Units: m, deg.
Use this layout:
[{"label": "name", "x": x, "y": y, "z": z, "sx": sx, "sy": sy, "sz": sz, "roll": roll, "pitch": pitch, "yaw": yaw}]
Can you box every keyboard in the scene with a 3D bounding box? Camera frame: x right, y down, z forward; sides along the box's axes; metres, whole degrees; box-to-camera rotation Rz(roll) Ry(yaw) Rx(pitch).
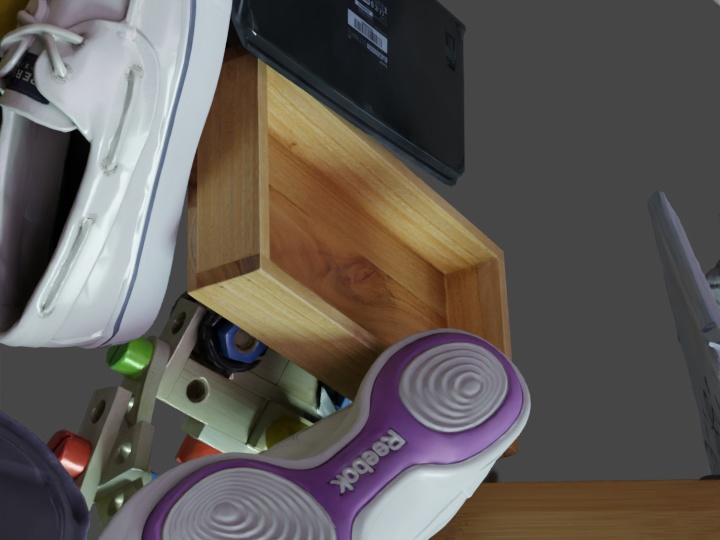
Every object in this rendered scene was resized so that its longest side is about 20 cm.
[{"label": "keyboard", "x": -0.004, "y": -0.117, "z": 0.823, "sx": 0.200, "sy": 0.021, "sz": 0.128, "roll": 30, "pitch": 57, "yaw": -61}]

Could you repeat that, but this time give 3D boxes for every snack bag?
[{"label": "snack bag", "x": 0.170, "y": 0.079, "z": 0.930, "sx": 0.021, "sy": 0.189, "sz": 0.201, "roll": -15, "pitch": 114, "yaw": 5}]

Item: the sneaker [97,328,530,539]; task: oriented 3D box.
[{"label": "sneaker", "x": -0.020, "y": 0.100, "z": 0.760, "sx": 0.200, "sy": 0.075, "sz": 0.100, "roll": -27, "pitch": 155, "yaw": -33}]

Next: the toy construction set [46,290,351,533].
[{"label": "toy construction set", "x": -0.050, "y": 0.086, "z": 0.856, "sx": 0.200, "sy": 0.092, "sz": 0.132, "roll": 32, "pitch": 83, "yaw": -42}]

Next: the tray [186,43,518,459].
[{"label": "tray", "x": 0.000, "y": 0.000, "z": 0.831, "sx": 0.200, "sy": 0.037, "sz": 0.099, "roll": 38, "pitch": 42, "yaw": -50}]

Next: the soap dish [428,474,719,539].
[{"label": "soap dish", "x": 0.104, "y": 0.160, "z": 0.890, "sx": 0.200, "sy": 0.157, "sz": 0.082, "roll": 70, "pitch": 21, "yaw": -55}]

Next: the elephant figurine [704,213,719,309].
[{"label": "elephant figurine", "x": 0.264, "y": 0.020, "z": 0.957, "sx": 0.155, "sy": 0.200, "sz": 0.142, "roll": -28, "pitch": 112, "yaw": -24}]

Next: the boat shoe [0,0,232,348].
[{"label": "boat shoe", "x": -0.099, "y": -0.066, "z": 0.739, "sx": 0.066, "sy": 0.072, "sz": 0.201, "roll": -7, "pitch": 119, "yaw": -44}]

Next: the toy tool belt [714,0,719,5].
[{"label": "toy tool belt", "x": 0.156, "y": -0.210, "z": 0.911, "sx": 0.200, "sy": 0.125, "sz": 0.123, "roll": 40, "pitch": 48, "yaw": -33}]

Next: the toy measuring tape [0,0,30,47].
[{"label": "toy measuring tape", "x": -0.120, "y": -0.114, "z": 0.785, "sx": 0.200, "sy": 0.073, "sz": 0.074, "roll": 39, "pitch": 79, "yaw": -40}]

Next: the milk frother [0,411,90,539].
[{"label": "milk frother", "x": -0.178, "y": 0.175, "z": 0.683, "sx": 0.180, "sy": 0.200, "sz": 0.189, "roll": -8, "pitch": 134, "yaw": -40}]

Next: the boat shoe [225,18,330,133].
[{"label": "boat shoe", "x": -0.057, "y": -0.136, "z": 0.811, "sx": 0.200, "sy": 0.074, "sz": 0.066, "roll": 58, "pitch": 46, "yaw": -33}]

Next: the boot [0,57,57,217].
[{"label": "boot", "x": -0.225, "y": -0.037, "z": 0.734, "sx": 0.200, "sy": 0.068, "sz": 0.189, "roll": 36, "pitch": 82, "yaw": -30}]
